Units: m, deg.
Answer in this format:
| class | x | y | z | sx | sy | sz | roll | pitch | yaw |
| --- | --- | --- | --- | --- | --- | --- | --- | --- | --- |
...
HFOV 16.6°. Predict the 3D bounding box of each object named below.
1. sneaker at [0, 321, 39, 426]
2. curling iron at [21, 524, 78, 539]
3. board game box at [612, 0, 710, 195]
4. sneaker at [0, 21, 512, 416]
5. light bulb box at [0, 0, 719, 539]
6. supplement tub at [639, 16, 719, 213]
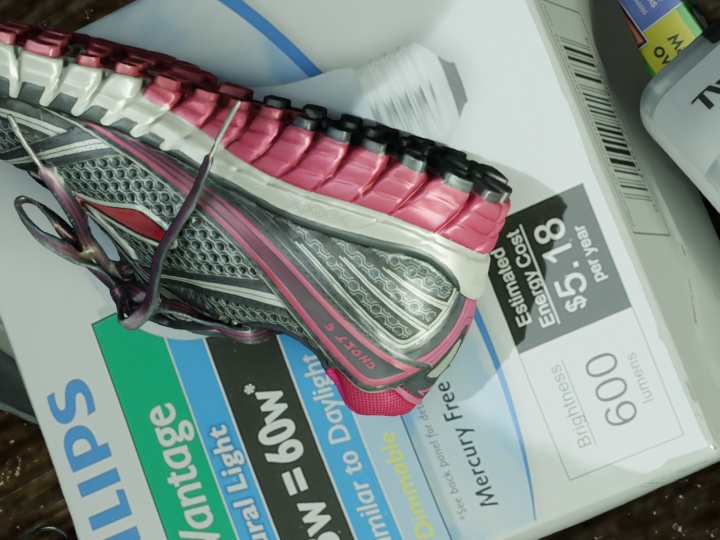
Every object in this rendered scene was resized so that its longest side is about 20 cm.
| class | x | y | z | sx | sy | sz | roll | pitch | yaw |
| --- | --- | --- | --- | --- | --- | --- | --- | --- | --- |
| sneaker | -0.165 | 0.042 | 0.909 | 0.200 | 0.075 | 0.106 | 24 | 103 | 29 |
| curling iron | -0.058 | 0.172 | 0.882 | 0.050 | 0.026 | 0.200 | -39 | 78 | -21 |
| board game box | 0.034 | -0.089 | 0.848 | 0.135 | 0.029 | 0.200 | -38 | 77 | 18 |
| sneaker | -0.061 | -0.022 | 0.694 | 0.200 | 0.081 | 0.075 | 20 | 98 | 20 |
| light bulb box | 0.000 | 0.000 | 0.780 | 0.200 | 0.125 | 0.199 | -25 | 81 | 19 |
| supplement tub | 0.192 | -0.071 | 0.729 | 0.200 | 0.123 | 0.123 | -42 | 76 | 8 |
